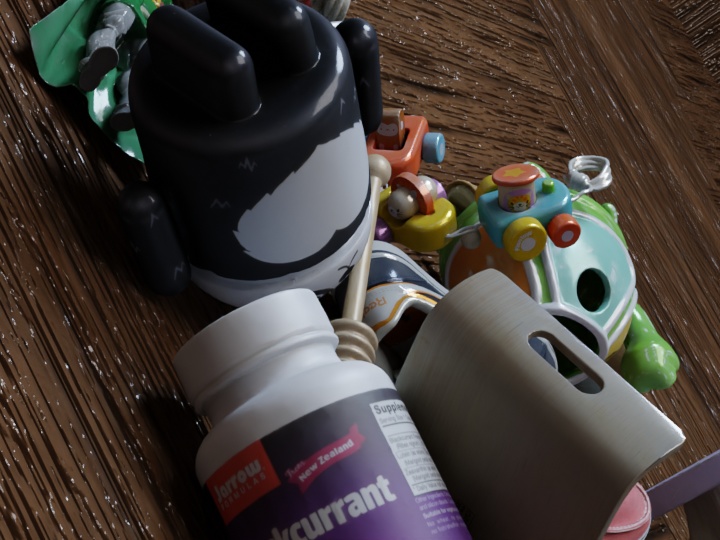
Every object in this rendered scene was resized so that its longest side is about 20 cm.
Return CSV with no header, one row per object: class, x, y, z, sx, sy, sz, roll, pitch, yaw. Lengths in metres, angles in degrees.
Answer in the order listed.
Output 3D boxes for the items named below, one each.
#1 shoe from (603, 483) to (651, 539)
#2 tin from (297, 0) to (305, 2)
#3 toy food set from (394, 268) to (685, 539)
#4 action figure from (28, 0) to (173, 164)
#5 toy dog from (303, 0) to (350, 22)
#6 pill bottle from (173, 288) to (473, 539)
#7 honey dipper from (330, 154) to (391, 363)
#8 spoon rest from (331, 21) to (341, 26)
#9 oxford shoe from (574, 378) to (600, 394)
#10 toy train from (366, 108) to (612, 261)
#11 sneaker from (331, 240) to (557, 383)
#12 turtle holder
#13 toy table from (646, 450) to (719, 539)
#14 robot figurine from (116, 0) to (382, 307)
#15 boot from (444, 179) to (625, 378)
shoe,0.139,0.141,1.290,0.199,0.091,0.072,6,54,-43
tin,-0.036,-0.265,1.347,0.111,0.201,0.042,26,-16,25
toy food set,0.072,0.121,1.045,0.060,0.201,0.143,-13,45,-45
action figure,-0.137,-0.148,1.209,0.118,0.054,0.201,54,18,-27
toy dog,-0.061,-0.238,1.410,0.095,0.132,0.202,17,59,-16
pill bottle,-0.015,0.116,1.008,0.201,0.111,0.111,62,20,15
honey dipper,0.000,0.000,1.260,0.038,0.038,0.201,44,39,-33
spoon rest,-0.064,-0.126,1.310,0.061,0.099,0.199,55,30,11
oxford shoe,0.155,0.149,1.472,0.201,0.071,0.072,-88,167,-56
toy train,0.073,-0.074,1.444,0.151,0.198,0.056,-61,151,-44
sneaker,0.061,0.058,1.339,0.199,0.078,0.080,28,28,-35
turtle holder,0.141,0.029,1.493,0.132,0.140,0.186,-99,163,-52
toy table,0.295,0.185,1.507,0.183,0.199,0.118,-15,75,-56
robot figurine,-0.056,-0.067,1.102,0.201,0.149,0.126,80,1,-48
boot,0.151,0.015,1.654,0.176,0.066,0.200,52,15,22
